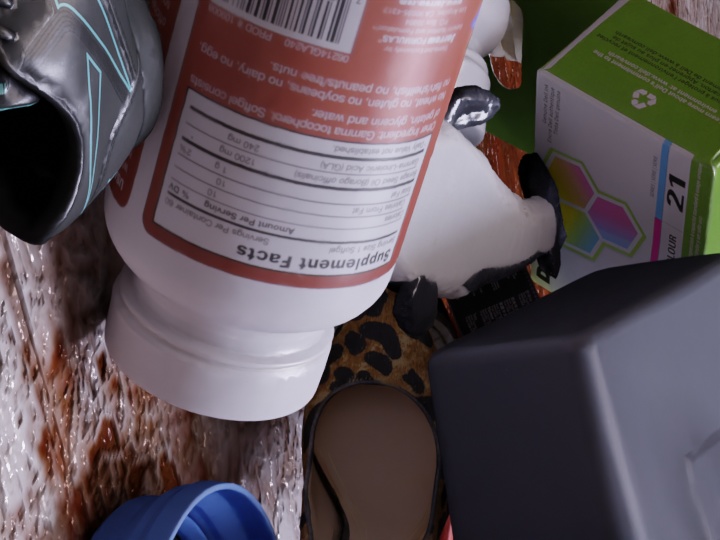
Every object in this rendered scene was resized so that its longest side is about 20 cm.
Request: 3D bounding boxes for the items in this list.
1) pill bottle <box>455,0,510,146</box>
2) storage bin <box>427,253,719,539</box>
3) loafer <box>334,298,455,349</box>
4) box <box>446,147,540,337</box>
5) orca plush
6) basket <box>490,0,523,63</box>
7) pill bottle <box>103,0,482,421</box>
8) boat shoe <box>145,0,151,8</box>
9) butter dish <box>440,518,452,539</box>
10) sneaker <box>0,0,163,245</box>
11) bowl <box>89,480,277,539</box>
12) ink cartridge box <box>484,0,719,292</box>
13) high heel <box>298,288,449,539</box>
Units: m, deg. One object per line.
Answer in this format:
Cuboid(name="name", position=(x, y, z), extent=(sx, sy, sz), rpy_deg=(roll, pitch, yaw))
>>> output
Cuboid(name="pill bottle", position=(0.016, -0.161, 0.975), extent=(0.114, 0.113, 0.202), rpy_deg=(42, 51, -69))
Cuboid(name="storage bin", position=(0.120, 0.076, 0.899), extent=(0.199, 0.145, 0.136), rpy_deg=(-24, 103, -52))
Cuboid(name="loafer", position=(0.000, 0.000, 1.006), extent=(0.200, 0.071, 0.064), rpy_deg=(44, 41, -64))
Cuboid(name="box", position=(0.057, -0.012, 1.076), extent=(0.160, 0.044, 0.201), rpy_deg=(61, 7, -69))
Cuboid(name="orca plush", position=(0.024, -0.036, 0.912), extent=(0.199, 0.071, 0.106), rpy_deg=(-19, 120, -57))
Cuboid(name="basket", position=(0.117, -0.196, 1.167), extent=(0.140, 0.198, 0.178), rpy_deg=(-68, 152, -52))
Cuboid(name="pill bottle", position=(-0.029, -0.052, 0.741), extent=(0.112, 0.111, 0.201), rpy_deg=(-56, 166, -63))
Cuboid(name="boat shoe", position=(-0.055, -0.120, 0.833), extent=(0.200, 0.067, 0.072), rpy_deg=(-39, 151, -53))
Cuboid(name="butter dish", position=(0.134, 0.153, 1.325), extent=(0.201, 0.146, 0.201), rpy_deg=(67, 29, -55))
Cuboid(name="sneaker", position=(-0.104, -0.098, 0.623), extent=(0.080, 0.075, 0.201), rpy_deg=(-70, 154, -45))
Cuboid(name="bowl", position=(-0.071, 0.182, 0.798), extent=(0.200, 0.039, 0.203), rpy_deg=(0, 90, -74))
Cuboid(name="ink cartridge box", position=(0.107, -0.063, 1.025), extent=(0.076, 0.199, 0.149), rpy_deg=(-41, 148, -29))
Cuboid(name="high heel", position=(0.005, 0.091, 0.870), extent=(0.143, 0.071, 0.202), rpy_deg=(78, 17, -82))
